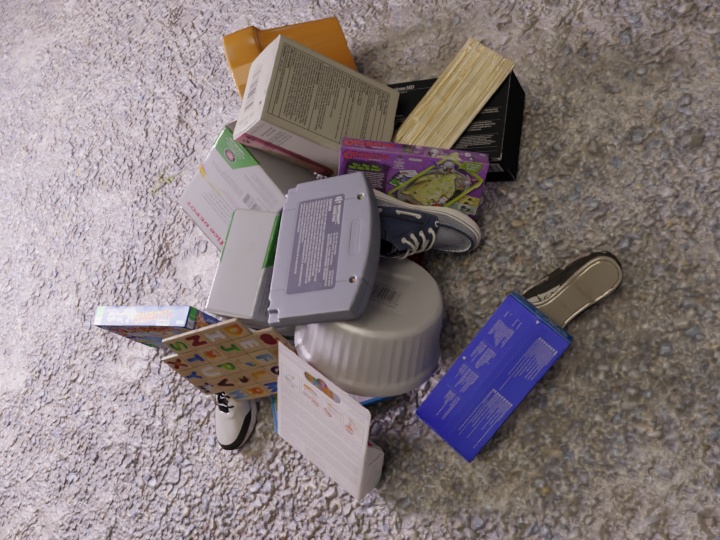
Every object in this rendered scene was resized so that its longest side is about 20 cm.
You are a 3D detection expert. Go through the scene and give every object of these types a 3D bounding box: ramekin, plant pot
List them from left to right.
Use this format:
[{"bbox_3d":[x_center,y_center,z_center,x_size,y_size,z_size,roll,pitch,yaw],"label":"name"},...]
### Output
[{"bbox_3d":[-0.099,-0.316,1.147,0.182,0.200,0.202,-21,63,4],"label":"plant pot"},{"bbox_3d":[0.015,0.060,0.927,0.200,0.199,0.098,38,136,33],"label":"ramekin"}]

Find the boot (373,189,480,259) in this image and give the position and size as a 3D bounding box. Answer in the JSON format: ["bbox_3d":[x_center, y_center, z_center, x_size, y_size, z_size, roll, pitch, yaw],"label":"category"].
[{"bbox_3d":[0.069,-0.043,0.954,0.198,0.073,0.091,13,43,-6],"label":"boot"}]

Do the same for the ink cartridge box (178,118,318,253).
[{"bbox_3d":[-0.178,-0.122,1.093,0.146,0.087,0.200,48,133,1],"label":"ink cartridge box"}]

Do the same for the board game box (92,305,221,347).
[{"bbox_3d":[-0.313,0.093,1.146,0.198,0.135,0.035,-2,68,29],"label":"board game box"}]

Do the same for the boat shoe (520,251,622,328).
[{"bbox_3d":[0.244,0.043,0.906,0.199,0.057,0.067,-36,95,18],"label":"boat shoe"}]

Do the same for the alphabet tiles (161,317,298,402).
[{"bbox_3d":[-0.170,0.129,0.972,0.198,0.167,0.006,-17,43,27],"label":"alphabet tiles"}]

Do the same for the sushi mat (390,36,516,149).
[{"bbox_3d":[0.123,-0.230,0.994,0.096,0.012,0.201,41,95,33],"label":"sushi mat"}]

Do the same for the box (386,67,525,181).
[{"bbox_3d":[0.130,-0.204,1.033,0.198,0.079,0.143,1,76,30],"label":"box"}]

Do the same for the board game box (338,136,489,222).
[{"bbox_3d":[0.067,-0.115,0.968,0.198,0.121,0.033,7,47,-1],"label":"board game box"}]

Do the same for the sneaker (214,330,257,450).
[{"bbox_3d":[-0.203,0.174,1.085,0.073,0.080,0.202,0,83,27],"label":"sneaker"}]

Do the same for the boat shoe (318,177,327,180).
[{"bbox_3d":[-0.029,-0.070,1.056,0.067,0.073,0.200,-10,37,-18],"label":"boat shoe"}]

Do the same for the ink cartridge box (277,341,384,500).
[{"bbox_3d":[-0.040,0.191,0.926,0.160,0.201,0.050,33,47,27],"label":"ink cartridge box"}]

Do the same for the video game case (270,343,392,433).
[{"bbox_3d":[-0.051,0.147,1.051,0.199,0.018,0.144,-22,64,21],"label":"video game case"}]

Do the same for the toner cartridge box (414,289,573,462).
[{"bbox_3d":[0.165,0.132,0.883,0.095,0.043,0.201,40,106,12],"label":"toner cartridge box"}]

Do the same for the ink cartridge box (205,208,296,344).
[{"bbox_3d":[-0.112,0.017,1.001,0.082,0.200,0.148,7,77,28],"label":"ink cartridge box"}]

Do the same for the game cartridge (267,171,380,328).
[{"bbox_3d":[-0.041,-0.027,0.875,0.132,0.041,0.202,-10,57,25],"label":"game cartridge"}]

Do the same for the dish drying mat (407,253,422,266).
[{"bbox_3d":[0.000,0.000,1.072,0.198,0.018,0.078,-10,69,26],"label":"dish drying mat"}]

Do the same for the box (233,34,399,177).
[{"bbox_3d":[-0.061,-0.220,1.003,0.109,0.199,0.129,-13,62,59],"label":"box"}]
